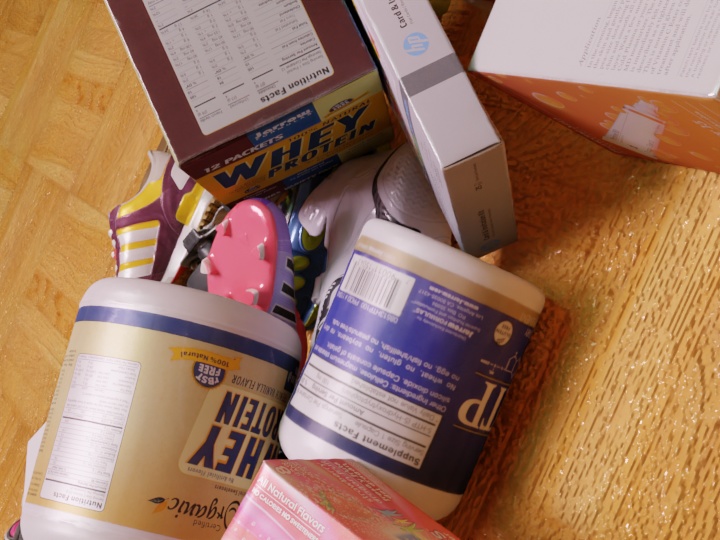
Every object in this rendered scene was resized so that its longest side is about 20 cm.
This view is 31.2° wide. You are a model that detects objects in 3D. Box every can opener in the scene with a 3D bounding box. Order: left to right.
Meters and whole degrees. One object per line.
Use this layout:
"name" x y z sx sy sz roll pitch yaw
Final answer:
"can opener" -0.090 -0.057 1.122 0.067 0.053 0.200 50 121 19

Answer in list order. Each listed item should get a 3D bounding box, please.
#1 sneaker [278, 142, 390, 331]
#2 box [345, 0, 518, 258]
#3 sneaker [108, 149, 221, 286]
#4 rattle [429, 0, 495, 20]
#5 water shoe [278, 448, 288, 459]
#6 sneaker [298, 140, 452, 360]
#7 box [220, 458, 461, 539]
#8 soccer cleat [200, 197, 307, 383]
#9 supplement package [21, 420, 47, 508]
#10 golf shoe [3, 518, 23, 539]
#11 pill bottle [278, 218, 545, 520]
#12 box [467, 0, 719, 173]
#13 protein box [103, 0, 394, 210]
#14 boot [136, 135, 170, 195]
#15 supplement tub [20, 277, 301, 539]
"sneaker" -0.038 -0.052 1.001 0.083 0.071 0.200 12 81 57
"box" 0.035 -0.121 0.791 0.041 0.156 0.201 -24 70 1
"sneaker" -0.203 -0.013 1.199 0.201 0.090 0.075 -62 -7 -3
"rattle" 0.051 -0.177 0.904 0.143 0.130 0.200 -53 39 18
"water shoe" -0.056 0.177 0.864 0.071 0.079 0.201 -36 42 41
"sneaker" 0.000 0.000 0.906 0.115 0.075 0.201 6 71 60
"box" 0.023 0.186 0.632 0.200 0.095 0.103 34 99 28
"soccer cleat" -0.068 0.032 0.916 0.067 0.076 0.201 31 128 34
"supplement package" -0.171 0.151 1.025 0.200 0.119 0.122 -43 39 35
"golf shoe" -0.209 0.235 0.878 0.088 0.077 0.200 -43 37 26
"pill bottle" 0.019 0.082 0.770 0.120 0.119 0.201 25 91 60
"box" 0.169 -0.115 0.659 0.200 0.124 0.098 23 90 61
"protein box" -0.081 -0.168 0.866 0.134 0.199 0.201 -25 83 2
"boot" -0.141 -0.142 1.243 0.201 0.066 0.175 -65 21 3
"supplement tub" -0.124 0.117 0.793 0.144 0.144 0.201 -6 68 57
